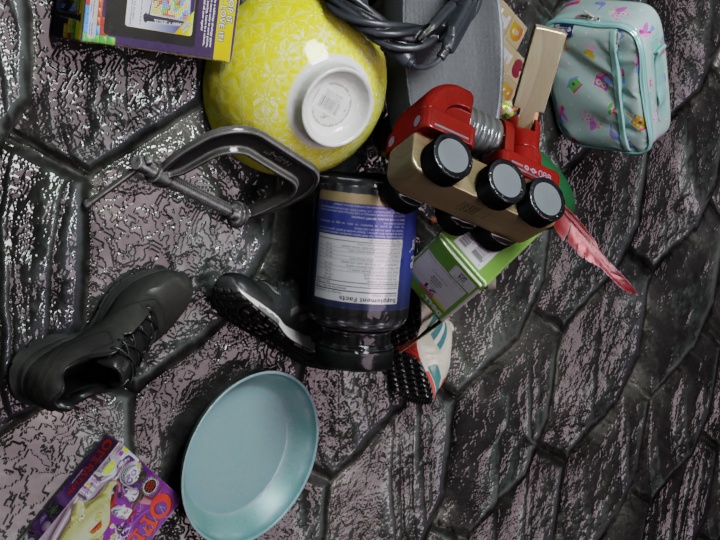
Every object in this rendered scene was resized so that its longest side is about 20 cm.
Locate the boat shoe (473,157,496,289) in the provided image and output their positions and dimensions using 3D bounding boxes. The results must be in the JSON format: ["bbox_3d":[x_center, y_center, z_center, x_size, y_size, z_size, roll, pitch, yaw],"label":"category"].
[{"bbox_3d":[0.135,-0.063,1.339,0.073,0.062,0.201,-81,165,-60],"label":"boat shoe"}]

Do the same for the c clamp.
[{"bbox_3d":[-0.141,-0.086,1.044,0.199,0.170,0.027,21,45,-52],"label":"c clamp"}]

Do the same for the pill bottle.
[{"bbox_3d":[0.000,0.000,1.128,0.111,0.111,0.202,-3,102,-43],"label":"pill bottle"}]

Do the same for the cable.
[{"bbox_3d":[0.044,-0.293,1.070,0.201,0.162,0.051,-63,179,-31],"label":"cable"}]

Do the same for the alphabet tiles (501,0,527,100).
[{"bbox_3d":[0.139,-0.263,1.318,0.200,0.006,0.167,33,80,-45],"label":"alphabet tiles"}]

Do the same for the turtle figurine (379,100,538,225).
[{"bbox_3d":[0.094,-0.142,1.206,0.200,0.161,0.065,-51,133,-19],"label":"turtle figurine"}]

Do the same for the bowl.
[{"bbox_3d":[-0.046,-0.177,1.063,0.199,0.108,0.202,-14,119,-26],"label":"bowl"}]

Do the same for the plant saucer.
[{"bbox_3d":[-0.129,0.205,1.193,0.199,0.036,0.202,-18,115,-44],"label":"plant saucer"}]

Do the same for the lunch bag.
[{"bbox_3d":[0.324,-0.254,1.392,0.077,0.160,0.201,-39,129,-28],"label":"lunch bag"}]

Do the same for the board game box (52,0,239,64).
[{"bbox_3d":[-0.182,-0.298,0.958,0.165,0.056,0.202,-1,105,-46],"label":"board game box"}]

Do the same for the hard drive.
[{"bbox_3d":[0.091,-0.242,1.133,0.134,0.042,0.202,-1,87,-18],"label":"hard drive"}]

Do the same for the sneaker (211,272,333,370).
[{"bbox_3d":[-0.086,0.033,1.170,0.200,0.075,0.088,40,61,-48],"label":"sneaker"}]

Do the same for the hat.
[{"bbox_3d":[0.260,-0.096,1.330,0.166,0.174,0.202,-56,144,-63],"label":"hat"}]

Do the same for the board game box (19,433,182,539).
[{"bbox_3d":[-0.281,0.279,1.083,0.200,0.032,0.120,-52,137,-18],"label":"board game box"}]

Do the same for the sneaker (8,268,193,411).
[{"bbox_3d":[-0.230,0.072,1.015,0.200,0.090,0.076,-41,127,-28],"label":"sneaker"}]

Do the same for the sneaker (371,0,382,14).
[{"bbox_3d":[0.037,-0.255,1.171,0.201,0.075,0.070,-57,135,-14],"label":"sneaker"}]

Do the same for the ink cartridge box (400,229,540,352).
[{"bbox_3d":[0.108,-0.006,1.210,0.076,0.200,0.148,48,54,3],"label":"ink cartridge box"}]

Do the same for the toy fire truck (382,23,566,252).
[{"bbox_3d":[0.129,-0.148,1.073,0.175,0.129,0.201,21,61,-24],"label":"toy fire truck"}]

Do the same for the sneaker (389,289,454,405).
[{"bbox_3d":[0.073,0.065,1.337,0.093,0.070,0.201,-44,131,-48],"label":"sneaker"}]
